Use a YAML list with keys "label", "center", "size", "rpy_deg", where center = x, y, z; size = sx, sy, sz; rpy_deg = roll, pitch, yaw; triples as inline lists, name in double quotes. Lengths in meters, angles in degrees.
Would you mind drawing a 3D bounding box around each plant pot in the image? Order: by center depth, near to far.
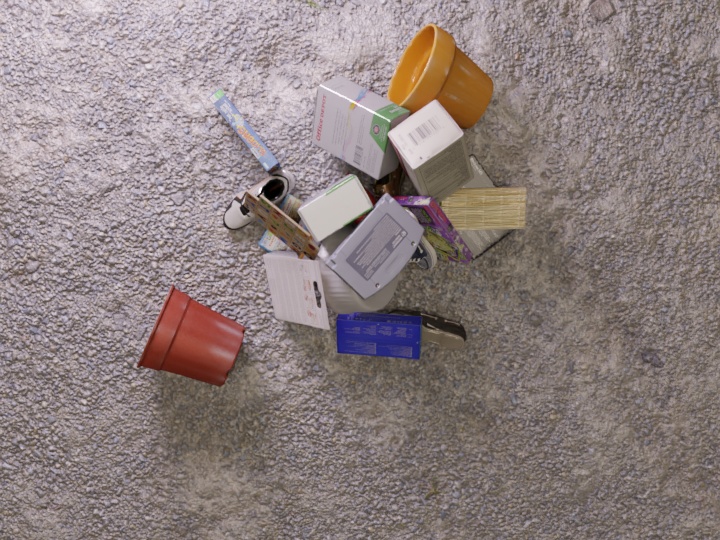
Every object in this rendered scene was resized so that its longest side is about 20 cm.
- label: "plant pot"
  center: [0.185, -0.409, 1.564]
  size: [0.182, 0.200, 0.202]
  rpy_deg: [22, 96, -21]
- label: "plant pot"
  center: [-0.378, 0.162, 1.611]
  size: [0.194, 0.201, 0.202]
  rpy_deg: [24, 96, -12]

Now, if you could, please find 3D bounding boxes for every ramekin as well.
- label: "ramekin"
  center: [0.000, 0.000, 1.585]
  size: [0.097, 0.200, 0.203]
  rpy_deg: [2, 100, 40]

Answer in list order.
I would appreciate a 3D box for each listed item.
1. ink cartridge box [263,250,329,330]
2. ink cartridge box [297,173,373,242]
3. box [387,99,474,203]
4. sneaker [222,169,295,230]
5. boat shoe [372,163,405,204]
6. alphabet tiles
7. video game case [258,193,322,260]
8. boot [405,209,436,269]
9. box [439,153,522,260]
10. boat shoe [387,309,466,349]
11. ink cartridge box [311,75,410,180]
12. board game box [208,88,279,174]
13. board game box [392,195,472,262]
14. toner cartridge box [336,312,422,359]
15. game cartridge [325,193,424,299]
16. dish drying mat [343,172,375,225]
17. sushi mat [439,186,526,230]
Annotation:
- label: "ink cartridge box"
  center: [-0.133, 0.041, 1.596]
  size: [0.050, 0.199, 0.163]
  rpy_deg: [-22, 109, -42]
- label: "ink cartridge box"
  center: [-0.056, -0.142, 1.556]
  size: [0.146, 0.200, 0.083]
  rpy_deg: [-32, 99, 3]
- label: "box"
  center: [0.154, -0.244, 1.508]
  size: [0.127, 0.200, 0.109]
  rpy_deg: [-34, 66, 1]
- label: "sneaker"
  center: [-0.241, -0.162, 1.618]
  size: [0.199, 0.080, 0.074]
  rpy_deg: [-37, 99, 12]
- label: "boat shoe"
  center: [0.055, -0.179, 1.615]
  size: [0.068, 0.071, 0.202]
  rpy_deg: [18, 74, -45]
- label: "alphabet tiles"
  center: [-0.173, -0.095, 1.536]
  size: [0.199, 0.166, 0.006]
  rpy_deg: [39, 72, -2]
- label: "video game case"
  center: [-0.122, -0.070, 1.670]
  size: [0.199, 0.018, 0.144]
  rpy_deg: [31, 95, -6]
- label: "boot"
  center: [0.108, -0.043, 1.602]
  size: [0.091, 0.072, 0.200]
  rpy_deg: [-59, 139, -22]
- label: "box"
  center: [0.258, -0.148, 1.643]
  size: [0.141, 0.079, 0.201]
  rpy_deg: [-35, 96, 4]
- label: "boat shoe"
  center: [0.158, 0.133, 1.693]
  size: [0.198, 0.057, 0.067]
  rpy_deg: [19, 132, -1]
- label: "ink cartridge box"
  center: [-0.004, -0.314, 1.542]
  size: [0.199, 0.087, 0.146]
  rpy_deg: [31, 132, 22]
- label: "board game box"
  center: [-0.256, -0.307, 1.576]
  size: [0.034, 0.135, 0.201]
  rpy_deg: [-39, 96, -1]
- label: "board game box"
  center: [0.159, -0.092, 1.588]
  size: [0.032, 0.119, 0.200]
  rpy_deg: [-55, 130, -19]
- label: "toner cartridge box"
  center: [0.044, 0.152, 1.660]
  size: [0.198, 0.043, 0.096]
  rpy_deg: [4, 118, 8]
- label: "game cartridge"
  center: [0.037, -0.045, 1.485]
  size: [0.133, 0.041, 0.200]
  rpy_deg: [43, 82, -8]
- label: "dish drying mat"
  center: [0.018, -0.134, 1.666]
  size: [0.200, 0.018, 0.077]
  rpy_deg: [44, 94, -6]
- label: "sushi mat"
  center: [0.278, -0.140, 1.601]
  size: [0.198, 0.012, 0.097]
  rpy_deg: [-2, 97, -2]
